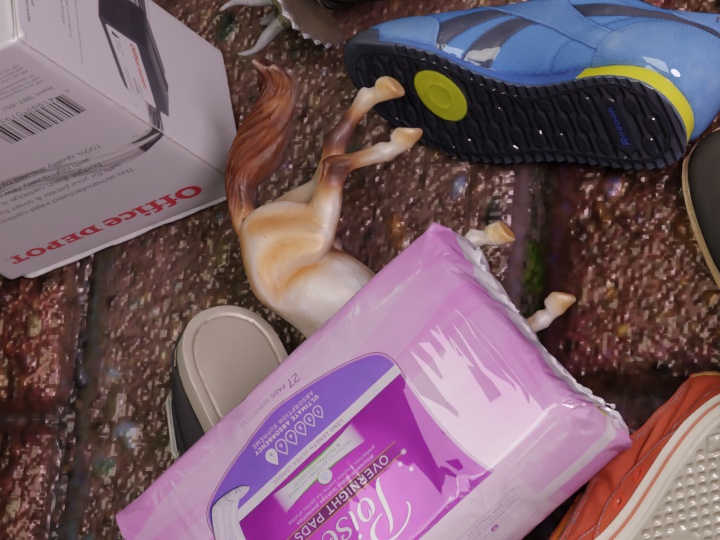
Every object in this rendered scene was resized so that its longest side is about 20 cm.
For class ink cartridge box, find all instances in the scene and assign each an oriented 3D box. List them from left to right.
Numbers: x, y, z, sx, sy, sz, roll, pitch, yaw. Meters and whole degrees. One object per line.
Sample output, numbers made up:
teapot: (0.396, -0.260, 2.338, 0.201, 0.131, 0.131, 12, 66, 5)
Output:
ink cartridge box: (-0.169, -0.082, 1.381, 0.144, 0.200, 0.084, -20, 63, 22)

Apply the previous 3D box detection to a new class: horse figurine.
horse figurine: (0.000, 0.000, 1.326, 0.132, 0.050, 0.200, -42, 78, 15)

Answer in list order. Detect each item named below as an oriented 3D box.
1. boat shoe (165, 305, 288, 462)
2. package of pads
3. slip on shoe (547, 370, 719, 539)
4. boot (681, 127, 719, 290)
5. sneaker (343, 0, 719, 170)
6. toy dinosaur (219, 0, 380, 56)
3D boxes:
boat shoe: (-0.045, 0.118, 1.344, 0.063, 0.072, 0.201, 128, 129, -58)
package of pads: (0.005, 0.090, 1.239, 0.200, 0.076, 0.121, -43, 59, 6)
slip on shoe: (0.110, 0.125, 1.246, 0.200, 0.074, 0.061, -52, 23, 12)
boot: (0.179, 0.000, 1.198, 0.077, 0.138, 0.200, -41, 58, 12)
sneaker: (0.085, -0.096, 1.335, 0.199, 0.066, 0.079, 8, 48, 38)
toy dinosaur: (0.002, -0.174, 1.352, 0.102, 0.201, 0.077, -18, 52, -23)
